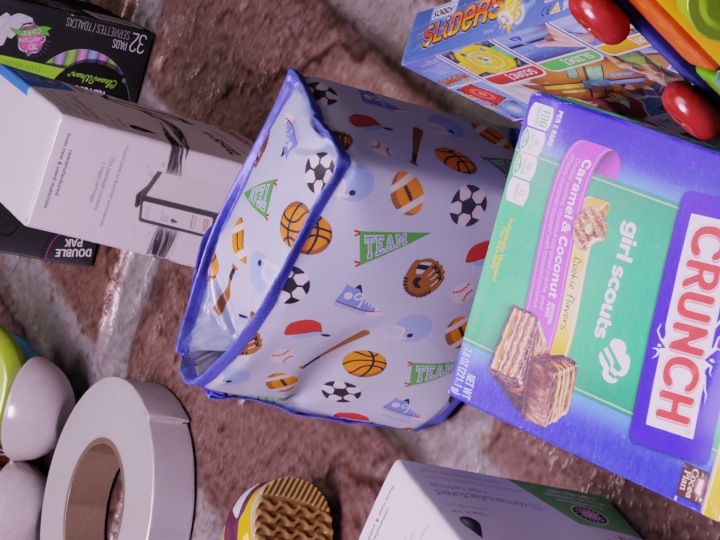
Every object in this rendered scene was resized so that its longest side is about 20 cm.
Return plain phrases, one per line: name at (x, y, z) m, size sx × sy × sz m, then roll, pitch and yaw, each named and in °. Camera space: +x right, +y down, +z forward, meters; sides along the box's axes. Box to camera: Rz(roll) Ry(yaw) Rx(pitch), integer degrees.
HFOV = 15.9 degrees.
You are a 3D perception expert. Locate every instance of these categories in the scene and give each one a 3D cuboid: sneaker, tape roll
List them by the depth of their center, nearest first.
sneaker at (-0.063, 0.237, 1.665) m, size 0.090 × 0.075 × 0.201 m, roll 151°, pitch 131°, yaw -64°
tape roll at (-0.183, 0.180, 1.922) m, size 0.203 × 0.037 × 0.204 m, roll -29°, pitch 56°, yaw 55°

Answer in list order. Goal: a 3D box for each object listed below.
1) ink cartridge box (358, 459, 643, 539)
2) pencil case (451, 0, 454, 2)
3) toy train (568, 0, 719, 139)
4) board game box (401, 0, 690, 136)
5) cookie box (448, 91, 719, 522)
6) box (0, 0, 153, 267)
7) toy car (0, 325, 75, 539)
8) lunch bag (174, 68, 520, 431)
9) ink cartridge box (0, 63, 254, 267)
ink cartridge box at (0.100, 0.189, 1.307) m, size 0.200 × 0.145 × 0.085 m, roll 48°, pitch 120°, yaw 54°
pencil case at (0.131, -0.158, 1.426) m, size 0.200 × 0.087 × 0.088 m, roll -14°, pitch 68°, yaw 55°
toy train at (0.145, -0.137, 1.185) m, size 0.085 × 0.200 × 0.116 m, roll -47°, pitch 22°, yaw 2°
board game box at (0.130, -0.111, 1.362) m, size 0.200 × 0.135 × 0.035 m, roll -9°, pitch 60°, yaw 59°
cookie box at (0.154, 0.018, 1.299) m, size 0.200 × 0.075 × 0.172 m, roll 23°, pitch 100°, yaw 45°
box at (-0.277, -0.122, 2.071) m, size 0.124 × 0.148 × 0.201 m, roll 31°, pitch 107°, yaw 58°
toy car at (-0.311, 0.133, 2.068) m, size 0.150 × 0.174 × 0.201 m, roll -15°, pitch -62°, yaw -74°
lunch bag at (0.000, 0.000, 1.521) m, size 0.201 × 0.169 × 0.124 m, roll -64°, pitch 30°, yaw 26°
ink cartridge box at (-0.154, -0.066, 1.786) m, size 0.146 × 0.199 × 0.085 m, roll 34°, pitch 108°, yaw 58°
